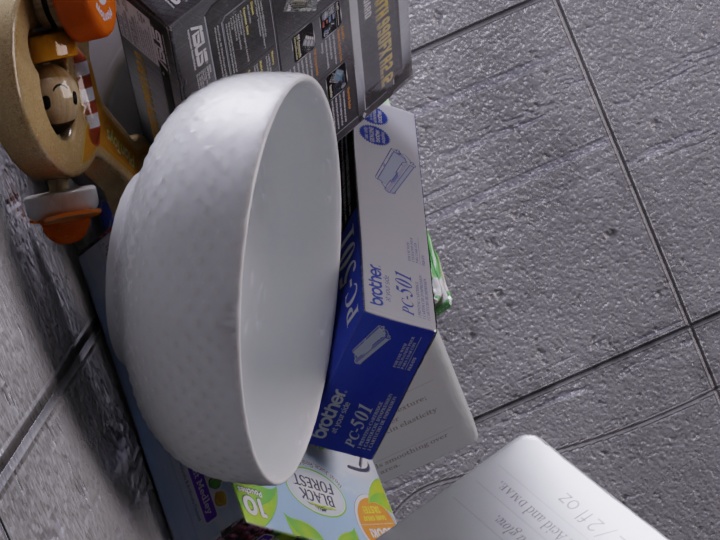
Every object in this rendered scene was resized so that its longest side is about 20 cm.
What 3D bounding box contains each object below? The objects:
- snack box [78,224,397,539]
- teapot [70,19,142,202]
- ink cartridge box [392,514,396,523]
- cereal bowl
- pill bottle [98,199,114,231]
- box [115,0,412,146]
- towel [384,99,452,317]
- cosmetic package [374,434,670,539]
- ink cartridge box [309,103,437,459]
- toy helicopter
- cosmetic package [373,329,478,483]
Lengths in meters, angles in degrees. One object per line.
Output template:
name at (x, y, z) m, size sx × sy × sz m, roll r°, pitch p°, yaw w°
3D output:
snack box at (-0.062, 0.073, 1.289) m, size 0.142 × 0.053 × 0.201 m, roll 21°, pitch 39°, yaw -48°
teapot at (-0.120, -0.140, 1.354) m, size 0.146 × 0.197 × 0.201 m, roll 42°, pitch -31°, yaw 34°
ink cartridge box at (0.002, 0.187, 1.422) m, size 0.173 × 0.043 × 0.201 m, roll -40°, pitch -111°, yaw 52°
cereal bowl at (-0.069, 0.001, 1.155) m, size 0.200 × 0.083 × 0.202 m, roll 5°, pitch 90°, yaw -79°
pill bottle at (-0.111, -0.059, 1.484) m, size 0.112 × 0.111 × 0.201 m, roll 66°, pitch 2°, yaw -47°
box at (-0.046, -0.125, 1.248) m, size 0.048 × 0.158 × 0.200 m, roll 40°, pitch -21°, yaw 23°
towel at (-0.024, -0.016, 1.469) m, size 0.023 × 0.152 × 0.201 m, roll 28°, pitch 33°, yaw -41°
cosmetic package at (0.071, 0.222, 1.161) m, size 0.165 × 0.199 × 0.166 m, roll 35°, pitch -26°, yaw 52°
ink cartridge box at (0.000, 0.000, 1.313) m, size 0.201 × 0.044 × 0.094 m, roll -94°, pitch -155°, yaw -53°
toy helicopter at (-0.135, -0.062, 1.170) m, size 0.200 × 0.078 × 0.133 m, roll 51°, pitch 30°, yaw -65°
cosmetic package at (-0.040, 0.034, 1.622) m, size 0.200 × 0.166 × 0.167 m, roll 67°, pitch 1°, yaw -49°
